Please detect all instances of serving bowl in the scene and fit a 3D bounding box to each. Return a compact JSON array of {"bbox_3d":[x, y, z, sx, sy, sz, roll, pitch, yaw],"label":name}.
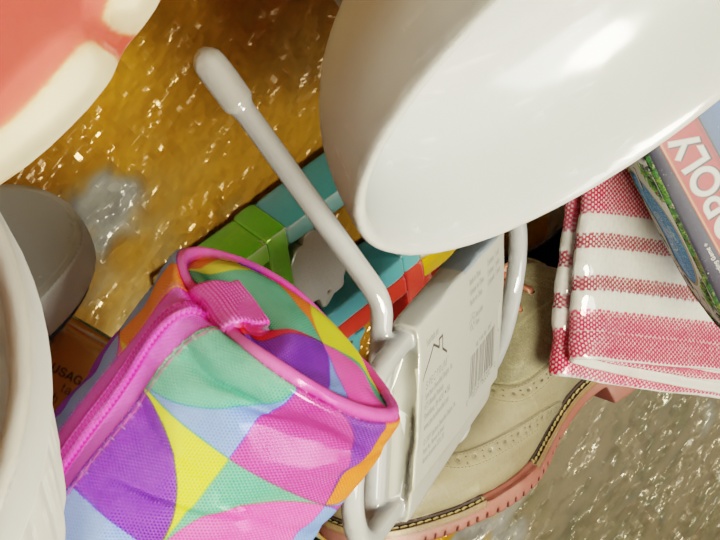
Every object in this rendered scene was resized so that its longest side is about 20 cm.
[{"bbox_3d":[0.065,-0.091,0.757,0.200,0.066,0.200,-31,161,-12],"label":"serving bowl"}]

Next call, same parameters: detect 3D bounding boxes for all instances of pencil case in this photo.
[{"bbox_3d":[-0.075,0.089,0.720,0.200,0.088,0.088,-52,147,9],"label":"pencil case"}]

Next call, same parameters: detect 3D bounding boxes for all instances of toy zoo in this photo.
[{"bbox_3d":[0.012,-0.004,0.959,0.200,0.020,0.132,-37,142,-25],"label":"toy zoo"}]

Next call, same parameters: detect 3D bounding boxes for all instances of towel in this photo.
[{"bbox_3d":[0.126,-0.053,0.981,0.146,0.030,0.201,9,84,-47],"label":"towel"}]

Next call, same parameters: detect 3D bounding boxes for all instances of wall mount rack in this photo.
[{"bbox_3d":[0.000,0.000,0.831,0.200,0.074,0.175,-48,143,-63],"label":"wall mount rack"}]

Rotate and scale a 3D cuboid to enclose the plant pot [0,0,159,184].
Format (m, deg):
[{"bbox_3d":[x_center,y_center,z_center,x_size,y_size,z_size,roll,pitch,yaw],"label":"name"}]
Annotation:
[{"bbox_3d":[-0.141,-0.109,0.541,0.200,0.177,0.201,-31,138,-32],"label":"plant pot"}]

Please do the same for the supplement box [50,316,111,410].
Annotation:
[{"bbox_3d":[-0.127,0.109,0.808,0.069,0.066,0.201,28,88,-27],"label":"supplement box"}]

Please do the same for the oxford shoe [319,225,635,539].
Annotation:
[{"bbox_3d":[0.049,0.033,0.967,0.200,0.070,0.075,-39,128,-39],"label":"oxford shoe"}]

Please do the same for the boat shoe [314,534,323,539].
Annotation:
[{"bbox_3d":[-0.081,0.126,0.901,0.199,0.062,0.075,3,118,-39],"label":"boat shoe"}]

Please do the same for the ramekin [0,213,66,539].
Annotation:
[{"bbox_3d":[-0.168,0.056,0.639,0.200,0.200,0.105,-44,155,-17],"label":"ramekin"}]

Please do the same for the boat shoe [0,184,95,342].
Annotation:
[{"bbox_3d":[-0.158,0.058,0.754,0.202,0.075,0.086,-39,143,-19],"label":"boat shoe"}]

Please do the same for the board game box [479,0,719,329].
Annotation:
[{"bbox_3d":[0.126,-0.085,0.888,0.199,0.062,0.200,-30,116,-3],"label":"board game box"}]
